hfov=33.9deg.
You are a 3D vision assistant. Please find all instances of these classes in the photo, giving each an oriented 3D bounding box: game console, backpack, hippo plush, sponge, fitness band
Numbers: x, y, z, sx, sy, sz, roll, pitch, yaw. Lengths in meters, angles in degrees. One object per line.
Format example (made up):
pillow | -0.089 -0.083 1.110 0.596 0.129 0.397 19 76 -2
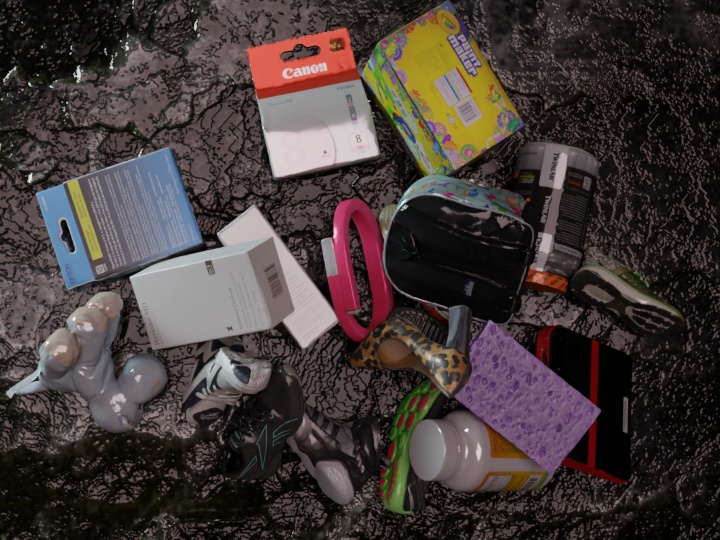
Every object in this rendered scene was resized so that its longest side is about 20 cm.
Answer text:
game console | 0.321 0.189 1.695 0.175 0.031 0.203 23 61 -29
backpack | 0.133 -0.037 1.611 0.197 0.151 0.180 13 117 2
hippo plush | -0.355 0.147 1.605 0.161 0.159 0.200 43 82 -2
sponge | 0.214 0.170 1.589 0.199 0.030 0.112 39 91 -6
fitness band | 0.000 0.000 1.668 0.037 0.143 0.203 -9 92 26

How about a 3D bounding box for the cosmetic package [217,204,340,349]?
cosmetic package | -0.116 0.011 1.672 0.071 0.101 0.201 -36 90 -6

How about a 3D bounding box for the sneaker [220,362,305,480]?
sneaker | -0.134 0.215 1.621 0.078 0.075 0.202 -4 126 -36

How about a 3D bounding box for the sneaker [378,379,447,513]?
sneaker | 0.088 0.252 1.705 0.083 0.077 0.203 21 84 -26

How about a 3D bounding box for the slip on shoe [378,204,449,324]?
slip on shoe | 0.086 -0.006 1.718 0.074 0.061 0.201 -27 77 -29

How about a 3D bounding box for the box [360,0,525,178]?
box | 0.109 -0.241 1.669 0.121 0.193 0.201 -32 91 -9

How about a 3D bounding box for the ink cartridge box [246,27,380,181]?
ink cartridge box | -0.070 -0.244 1.721 0.160 0.057 0.203 -13 93 -7

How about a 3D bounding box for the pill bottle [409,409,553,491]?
pill bottle | 0.169 0.251 1.648 0.198 0.111 0.113 7 85 -34

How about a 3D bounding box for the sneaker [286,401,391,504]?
sneaker | -0.042 0.225 1.684 0.113 0.076 0.201 -30 74 -25

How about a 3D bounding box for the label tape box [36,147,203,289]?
label tape box | -0.337 -0.071 1.670 0.198 0.066 0.145 -20 88 -5

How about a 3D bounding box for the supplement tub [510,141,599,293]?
supplement tub | 0.270 -0.075 1.713 0.121 0.123 0.203 13 84 -6

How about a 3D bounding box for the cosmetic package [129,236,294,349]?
cosmetic package | -0.201 0.032 1.602 0.198 0.081 0.114 -14 100 26

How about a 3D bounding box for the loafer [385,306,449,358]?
loafer | 0.115 0.120 1.703 0.199 0.071 0.074 33 83 -13

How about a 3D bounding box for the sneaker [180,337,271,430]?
sneaker | -0.188 0.168 1.615 0.079 0.199 0.131 14 96 -32

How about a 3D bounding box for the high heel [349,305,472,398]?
high heel | 0.059 0.130 1.576 0.198 0.144 0.072 -22 127 27

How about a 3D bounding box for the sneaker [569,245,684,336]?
sneaker | 0.403 0.025 1.751 0.199 0.077 0.089 30 53 -17
